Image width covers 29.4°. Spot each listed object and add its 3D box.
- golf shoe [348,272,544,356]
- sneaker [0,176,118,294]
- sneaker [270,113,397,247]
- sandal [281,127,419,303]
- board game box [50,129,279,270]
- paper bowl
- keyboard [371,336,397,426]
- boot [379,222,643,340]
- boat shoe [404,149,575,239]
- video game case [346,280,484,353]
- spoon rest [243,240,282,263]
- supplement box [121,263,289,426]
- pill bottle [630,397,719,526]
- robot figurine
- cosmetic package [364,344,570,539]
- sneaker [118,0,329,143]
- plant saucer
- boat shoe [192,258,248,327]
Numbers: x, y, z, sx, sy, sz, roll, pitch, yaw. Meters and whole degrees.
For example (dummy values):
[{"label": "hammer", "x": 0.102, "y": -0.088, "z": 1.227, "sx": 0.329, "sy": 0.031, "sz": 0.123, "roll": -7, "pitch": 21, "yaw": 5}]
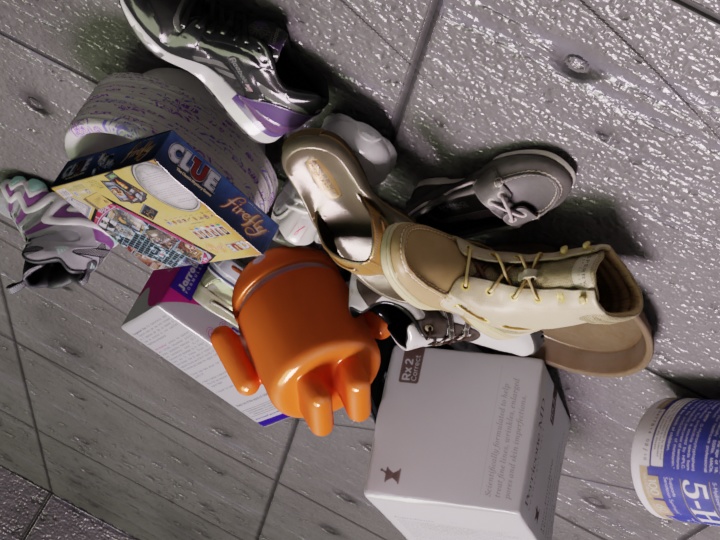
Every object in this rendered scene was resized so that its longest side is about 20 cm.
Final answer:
[{"label": "golf shoe", "x": 0.075, "y": 0.047, "z": 1.288, "sx": 0.199, "sy": 0.095, "sz": 0.078, "roll": 27, "pitch": 154, "yaw": -8}, {"label": "sneaker", "x": -0.392, "y": -0.032, "z": 1.645, "sx": 0.199, "sy": 0.140, "sz": 0.078, "roll": 13, "pitch": 151, "yaw": 30}, {"label": "sneaker", "x": -0.031, "y": -0.069, "z": 1.244, "sx": 0.078, "sy": 0.100, "sz": 0.200, "roll": 31, "pitch": 155, "yaw": -6}, {"label": "sandal", "x": -0.002, "y": -0.036, "z": 1.182, "sx": 0.080, "sy": 0.054, "sz": 0.200, "roll": -23, "pitch": 123, "yaw": 26}, {"label": "board game box", "x": -0.182, "y": -0.059, "z": 1.253, "sx": 0.135, "sy": 0.035, "sz": 0.199, "roll": 42, "pitch": 153, "yaw": -28}, {"label": "paper bowl", "x": -0.171, "y": -0.112, "z": 1.304, "sx": 0.200, "sy": 0.105, "sz": 0.201, "roll": 23, "pitch": 154, "yaw": 12}, {"label": "keyboard", "x": 0.018, "y": 0.104, "z": 1.449, "sx": 0.039, "sy": 0.104, "sz": 0.200, "roll": 12, "pitch": 146, "yaw": 22}, {"label": "boot", "x": 0.128, "y": 0.004, "z": 1.152, "sx": 0.155, "sy": 0.073, "sz": 0.200, "roll": -8, "pitch": 152, "yaw": 44}, {"label": "boat shoe", "x": 0.105, "y": -0.053, "z": 1.180, "sx": 0.067, "sy": 0.057, "sz": 0.200, "roll": 40, "pitch": 153, "yaw": -24}, {"label": "video game case", "x": 0.021, "y": 0.080, "z": 1.523, "sx": 0.182, "sy": 0.023, "sz": 0.199, "roll": 42, "pitch": 141, "yaw": -25}, {"label": "spoon rest", "x": -0.087, "y": -0.014, "z": 1.478, "sx": 0.099, "sy": 0.061, "sz": 0.200, "roll": 29, "pitch": 169, "yaw": 2}, {"label": "supplement box", "x": -0.140, "y": 0.067, "z": 1.482, "sx": 0.200, "sy": 0.102, "sz": 0.103, "roll": 36, "pitch": 149, "yaw": -18}, {"label": "pill bottle", "x": 0.365, "y": 0.182, "z": 1.280, "sx": 0.199, "sy": 0.120, "sz": 0.120, "roll": -2, "pitch": 141, "yaw": 48}, {"label": "robot figurine", "x": -0.055, "y": 0.058, "z": 1.307, "sx": 0.116, "sy": 0.144, "sz": 0.201, "roll": 25, "pitch": -150, "yaw": -49}, {"label": "cosmetic package", "x": 0.118, "y": 0.195, "z": 1.446, "sx": 0.164, "sy": 0.166, "sz": 0.200, "roll": 4, "pitch": 158, "yaw": 19}, {"label": "sneaker", "x": -0.106, "y": -0.196, "z": 1.142, "sx": 0.087, "sy": 0.076, "sz": 0.200, "roll": -21, "pitch": 131, "yaw": 41}, {"label": "plant saucer", "x": 0.186, "y": 0.035, "z": 1.298, "sx": 0.199, "sy": 0.030, "sz": 0.200, "roll": 23, "pitch": 154, "yaw": 12}, {"label": "boat shoe", "x": -0.084, "y": 0.056, "z": 1.425, "sx": 0.200, "sy": 0.062, "sz": 0.072, "roll": 37, "pitch": -172, "yaw": -14}]
